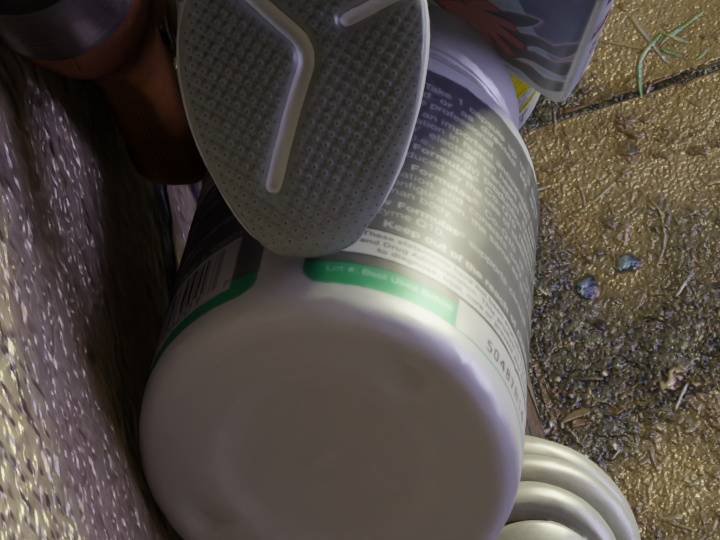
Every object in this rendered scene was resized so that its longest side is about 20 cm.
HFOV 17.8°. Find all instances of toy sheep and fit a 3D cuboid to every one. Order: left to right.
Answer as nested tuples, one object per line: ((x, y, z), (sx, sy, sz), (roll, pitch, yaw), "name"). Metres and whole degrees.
((0.078, 0.144, 1.105), (0.200, 0.137, 0.139), (-156, -132, -81), "toy sheep")

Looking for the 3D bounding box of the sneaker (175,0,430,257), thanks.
((-0.023, -0.098, 0.664), (0.080, 0.070, 0.202), (97, -15, -76), "sneaker")

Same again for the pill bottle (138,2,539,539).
((0.000, 0.000, 0.731), (0.200, 0.112, 0.114), (-79, 154, -55), "pill bottle")

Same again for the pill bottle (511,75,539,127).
((0.029, -0.128, 0.933), (0.200, 0.109, 0.110), (91, -14, -67), "pill bottle")

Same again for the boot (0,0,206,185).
((-0.080, -0.136, 0.698), (0.200, 0.068, 0.189), (47, 27, -78), "boot")

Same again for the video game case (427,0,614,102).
((0.001, -0.149, 0.758), (0.199, 0.023, 0.182), (33, -19, 7), "video game case")

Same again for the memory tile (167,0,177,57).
((-0.095, -0.190, 0.945), (0.200, 0.017, 0.154), (-96, 168, -56), "memory tile")
